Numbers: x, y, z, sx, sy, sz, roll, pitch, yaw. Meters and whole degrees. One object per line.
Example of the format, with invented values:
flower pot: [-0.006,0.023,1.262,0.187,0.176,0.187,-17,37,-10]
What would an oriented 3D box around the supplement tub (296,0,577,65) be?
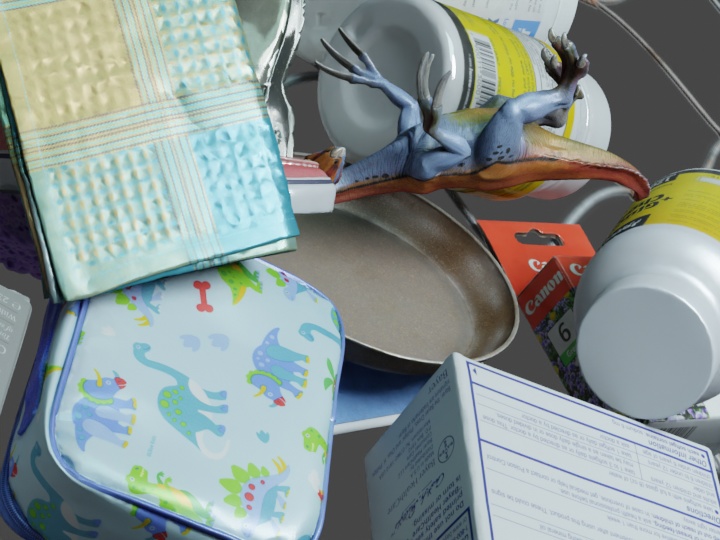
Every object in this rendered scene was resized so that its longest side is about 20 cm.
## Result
supplement tub: [0.043,-0.204,1.464,0.199,0.132,0.132,-2,52,-42]

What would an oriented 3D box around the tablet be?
tablet: [-0.012,0.041,1.247,0.199,0.014,0.131,-6,55,-44]

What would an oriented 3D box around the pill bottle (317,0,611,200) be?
pill bottle: [0.074,-0.108,1.385,0.199,0.114,0.115,12,42,-50]

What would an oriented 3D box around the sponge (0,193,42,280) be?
sponge: [-0.196,-0.088,1.189,0.111,0.030,0.201,20,46,-23]

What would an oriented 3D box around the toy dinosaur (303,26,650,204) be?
toy dinosaur: [0.055,-0.068,1.224,0.200,0.181,0.105,52,-5,-7]

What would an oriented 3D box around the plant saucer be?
plant saucer: [0.000,0.000,1.251,0.199,0.032,0.201,20,31,-12]

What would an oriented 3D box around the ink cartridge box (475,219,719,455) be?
ink cartridge box: [0.167,0.031,1.384,0.108,0.050,0.201,1,50,-41]

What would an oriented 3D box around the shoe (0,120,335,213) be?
shoe: [-0.103,-0.080,1.120,0.199,0.071,0.092,5,89,-23]

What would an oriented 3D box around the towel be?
towel: [-0.118,-0.092,1.070,0.146,0.022,0.202,-12,83,-30]

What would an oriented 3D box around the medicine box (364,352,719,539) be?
medicine box: [0.108,0.171,1.132,0.181,0.103,0.201,21,39,-23]

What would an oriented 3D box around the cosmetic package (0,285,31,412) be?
cosmetic package: [-0.229,0.079,0.949,0.106,0.090,0.201,28,33,-19]

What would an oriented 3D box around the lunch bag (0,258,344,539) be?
lunch bag: [-0.095,0.069,1.072,0.160,0.083,0.201,25,42,-17]

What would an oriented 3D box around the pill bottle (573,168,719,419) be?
pill bottle: [0.191,0.016,1.262,0.112,0.112,0.200,41,26,3]

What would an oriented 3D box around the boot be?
boot: [-0.102,-0.134,1.200,0.130,0.068,0.202,12,68,-31]
